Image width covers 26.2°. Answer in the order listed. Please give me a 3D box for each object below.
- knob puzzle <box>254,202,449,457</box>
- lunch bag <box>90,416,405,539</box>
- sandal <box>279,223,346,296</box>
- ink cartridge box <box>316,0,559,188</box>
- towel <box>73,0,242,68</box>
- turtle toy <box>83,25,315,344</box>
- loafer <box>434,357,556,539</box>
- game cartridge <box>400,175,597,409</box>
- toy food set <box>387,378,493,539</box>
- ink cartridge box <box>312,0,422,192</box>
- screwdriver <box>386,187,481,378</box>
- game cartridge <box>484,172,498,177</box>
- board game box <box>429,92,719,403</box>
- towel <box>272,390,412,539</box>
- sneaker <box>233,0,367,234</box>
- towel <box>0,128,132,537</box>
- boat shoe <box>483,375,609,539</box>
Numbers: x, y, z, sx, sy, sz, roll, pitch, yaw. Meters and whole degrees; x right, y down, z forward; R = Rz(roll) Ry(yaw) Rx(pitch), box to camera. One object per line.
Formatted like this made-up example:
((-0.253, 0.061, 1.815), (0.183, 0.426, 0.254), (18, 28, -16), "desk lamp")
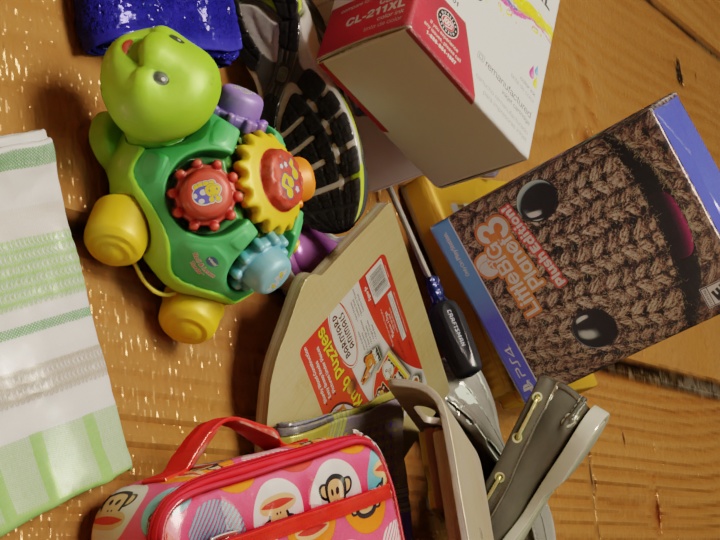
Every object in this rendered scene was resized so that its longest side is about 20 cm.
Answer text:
((-0.019, 0.080, 1.056), (0.220, 0.030, 0.220), (-18, 112, -52), "knob puzzle")
((-0.059, 0.170, 0.895), (0.200, 0.082, 0.176), (-11, 90, -48), "lunch bag")
((0.001, 0.007, 1.121), (0.203, 0.050, 0.083), (18, 63, -57), "sandal")
((0.063, -0.185, 1.091), (0.146, 0.083, 0.200), (42, 47, -34), "ink cartridge box")
((-0.135, -0.230, 0.983), (0.148, 0.050, 0.200), (-6, 84, -62), "towel")
((-0.096, -0.060, 0.926), (0.200, 0.101, 0.146), (52, 37, -37), "turtle toy")
((0.093, 0.165, 1.207), (0.070, 0.070, 0.200), (-38, 104, -53), "loafer")
((0.121, 0.016, 1.304), (0.176, 0.032, 0.200), (-2, 65, -60), "game cartridge")
((0.052, 0.183, 1.029), (0.144, 0.060, 0.200), (58, 21, -65), "toy food set")
((0.028, -0.177, 1.198), (0.145, 0.087, 0.200), (-34, 106, -60), "ink cartridge box")
((0.050, -0.010, 1.197), (0.028, 0.029, 0.200), (33, 38, -70), "screwdriver")
((0.122, -0.192, 1.348), (0.130, 0.038, 0.200), (-61, 154, -67), "game cartridge")
((0.185, -0.017, 1.195), (0.159, 0.200, 0.097), (61, 27, 0), "board game box")
((-0.006, 0.185, 1.030), (0.144, 0.023, 0.200), (-7, 94, -55), "towel")
((-0.034, -0.121, 1.081), (0.081, 0.074, 0.200), (5, 68, -66), "sneaker")
((-0.184, 0.029, 0.811), (0.149, 0.031, 0.200), (-22, 98, -60), "towel")
((0.103, 0.170, 1.141), (0.060, 0.202, 0.072), (37, 11, 14), "boat shoe")
